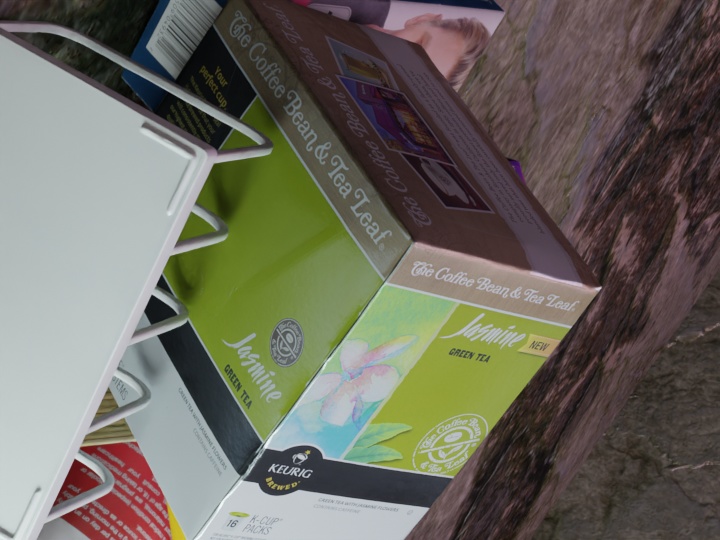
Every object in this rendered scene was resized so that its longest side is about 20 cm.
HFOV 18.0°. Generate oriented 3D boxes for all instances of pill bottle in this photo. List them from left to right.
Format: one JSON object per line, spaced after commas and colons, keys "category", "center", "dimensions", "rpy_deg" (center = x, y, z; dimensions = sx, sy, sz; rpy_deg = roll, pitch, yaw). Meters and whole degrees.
{"category": "pill bottle", "center": [-0.152, 0.134, 1.335], "dimensions": [0.200, 0.112, 0.112], "rpy_deg": [-54, 165, -23]}

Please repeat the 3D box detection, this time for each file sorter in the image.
{"category": "file sorter", "center": [-0.146, -0.002, 1.037], "dimensions": [0.200, 0.139, 0.125], "rpy_deg": [-64, 167, 14]}

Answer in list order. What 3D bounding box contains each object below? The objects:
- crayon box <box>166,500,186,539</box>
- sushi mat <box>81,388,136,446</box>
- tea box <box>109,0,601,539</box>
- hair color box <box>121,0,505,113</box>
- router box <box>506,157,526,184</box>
{"category": "crayon box", "center": [-0.052, 0.127, 1.331], "dimensions": [0.200, 0.052, 0.126], "rpy_deg": [-51, 156, -33]}
{"category": "sushi mat", "center": [-0.113, 0.047, 1.211], "dimensions": [0.012, 0.096, 0.200], "rpy_deg": [-32, 161, 32]}
{"category": "tea box", "center": [-0.024, 0.004, 1.120], "dimensions": [0.134, 0.200, 0.197], "rpy_deg": [12, 124, -41]}
{"category": "hair color box", "center": [-0.022, -0.123, 1.226], "dimensions": [0.200, 0.061, 0.100], "rpy_deg": [-3, 133, -49]}
{"category": "router box", "center": [0.000, 0.000, 1.473], "dimensions": [0.200, 0.149, 0.051], "rpy_deg": [-58, -150, 35]}
